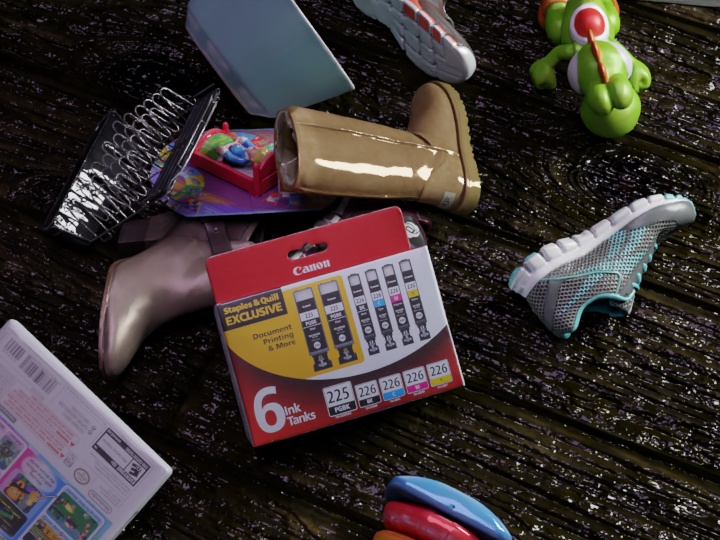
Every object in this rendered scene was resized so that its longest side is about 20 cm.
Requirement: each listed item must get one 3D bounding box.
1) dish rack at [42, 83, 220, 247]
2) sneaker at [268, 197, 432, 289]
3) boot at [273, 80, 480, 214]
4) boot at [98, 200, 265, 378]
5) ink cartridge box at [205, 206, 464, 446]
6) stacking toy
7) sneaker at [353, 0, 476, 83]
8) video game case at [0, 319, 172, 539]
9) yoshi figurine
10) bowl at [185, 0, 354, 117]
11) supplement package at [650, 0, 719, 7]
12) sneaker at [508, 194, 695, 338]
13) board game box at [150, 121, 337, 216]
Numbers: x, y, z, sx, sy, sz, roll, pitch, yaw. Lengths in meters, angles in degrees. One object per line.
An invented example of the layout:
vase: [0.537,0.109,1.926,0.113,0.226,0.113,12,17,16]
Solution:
dish rack: [-0.218,-0.109,1.555,0.054,0.199,0.154,36,55,-24]
sneaker: [0.000,0.000,1.530,0.115,0.076,0.200,30,62,17]
boot: [0.011,-0.135,1.563,0.198,0.066,0.176,8,43,-24]
boot: [-0.165,0.016,1.528,0.145,0.070,0.201,1,56,4]
ink cartridge box: [-0.028,0.047,1.448,0.198,0.084,0.177,-16,89,-7]
stacking toy: [0.037,0.283,1.338,0.115,0.110,0.201,26,73,5]
sneaker: [0.069,-0.283,1.711,0.082,0.077,0.200,-30,61,-23]
video game case: [-0.294,0.176,1.396,0.200,0.024,0.182,41,88,9]
yoshi figurine: [0.242,-0.211,1.659,0.111,0.112,0.201,27,35,-27]
bowl: [-0.105,-0.236,1.635,0.105,0.201,0.201,-37,61,3]
supplement package: [0.345,-0.404,1.699,0.189,0.201,0.148,6,57,6]
sneaker: [0.243,-0.001,1.530,0.199,0.078,0.092,-27,75,-10]
board game box: [-0.111,-0.115,1.591,0.198,0.039,0.159,-3,36,-6]
